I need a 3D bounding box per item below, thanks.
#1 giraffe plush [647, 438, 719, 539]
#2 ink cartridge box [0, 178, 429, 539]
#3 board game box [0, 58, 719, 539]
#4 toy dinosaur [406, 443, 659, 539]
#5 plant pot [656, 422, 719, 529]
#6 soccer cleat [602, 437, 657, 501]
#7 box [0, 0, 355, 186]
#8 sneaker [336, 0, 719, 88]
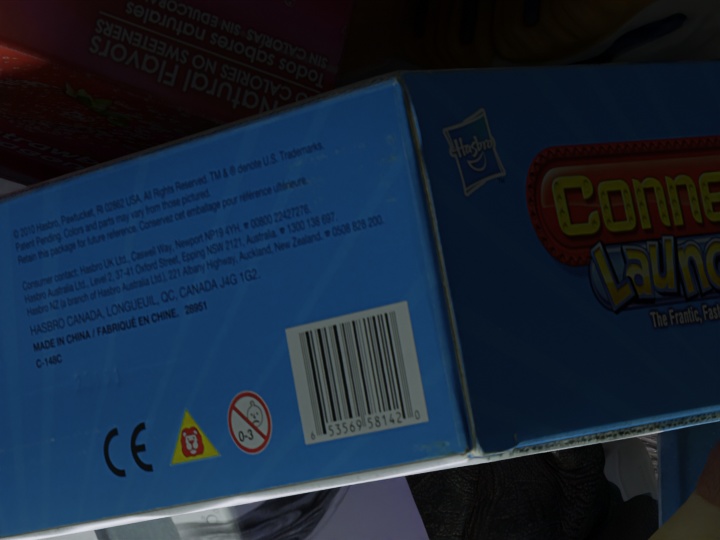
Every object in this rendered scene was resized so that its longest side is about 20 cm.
[{"bbox_3d":[0.121,0.085,0.677,0.173,0.200,0.162,53,168,-14],"label":"giraffe plush"},{"bbox_3d":[-0.072,0.059,0.805,0.146,0.201,0.086,-9,-159,31],"label":"ink cartridge box"},{"bbox_3d":[0.009,0.009,0.540,0.199,0.056,0.195,-14,175,43],"label":"board game box"},{"bbox_3d":[0.025,0.066,0.897,0.199,0.103,0.077,-3,174,-38],"label":"toy dinosaur"},{"bbox_3d":[0.196,0.102,0.941,0.187,0.201,0.200,-5,166,11],"label":"plant pot"},{"bbox_3d":[0.087,0.110,1.078,0.078,0.069,0.200,53,-172,-5],"label":"soccer cleat"},{"bbox_3d":[-0.102,-0.087,0.508,0.199,0.096,0.100,19,167,-27],"label":"box"},{"bbox_3d":[0.020,-0.048,0.625,0.088,0.076,0.200,21,168,-38],"label":"sneaker"}]
